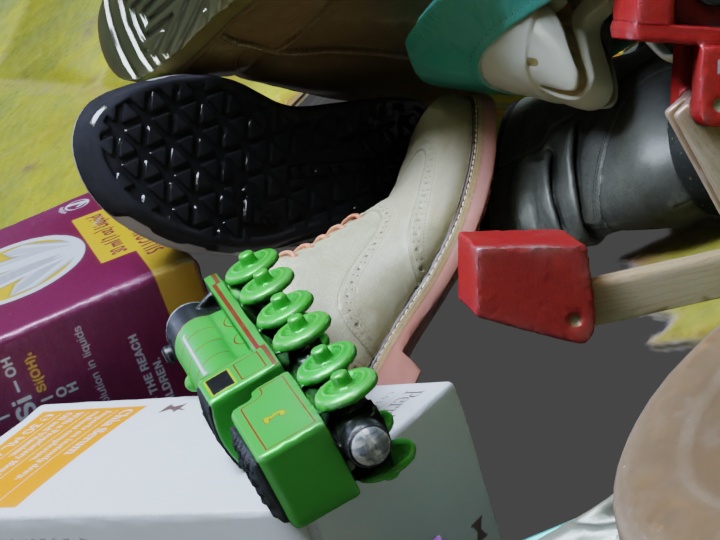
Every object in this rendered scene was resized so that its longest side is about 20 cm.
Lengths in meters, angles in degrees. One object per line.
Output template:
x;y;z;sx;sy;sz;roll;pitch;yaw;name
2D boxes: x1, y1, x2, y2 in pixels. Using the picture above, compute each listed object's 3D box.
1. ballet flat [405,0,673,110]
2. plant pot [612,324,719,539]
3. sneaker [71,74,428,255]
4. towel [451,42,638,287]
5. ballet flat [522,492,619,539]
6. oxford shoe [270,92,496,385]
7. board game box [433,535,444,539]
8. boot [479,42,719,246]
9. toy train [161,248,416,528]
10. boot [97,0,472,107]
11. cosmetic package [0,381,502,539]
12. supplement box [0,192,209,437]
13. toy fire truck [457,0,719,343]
0.097;-0.104;1.102;0.200;0.067;0.071;-30;56;31;ballet flat
0.150;0.092;0.704;0.200;0.175;0.201;-30;26;16;plant pot
-0.050;-0.035;1.180;0.083;0.199;0.072;-12;79;45;sneaker
0.052;-0.051;1.253;0.086;0.018;0.200;-3;42;51;towel
0.101;0.093;0.914;0.199;0.067;0.064;-33;53;10;ballet flat
0.000;0.000;1.122;0.071;0.073;0.201;115;179;-55;oxford shoe
-0.019;0.192;0.834;0.200;0.103;0.105;-36;25;1;board game box
0.113;-0.083;1.169;0.130;0.068;0.201;-18;36;36;boot
-0.030;0.038;0.991;0.056;0.042;0.200;-30;19;-5;toy train
0.012;-0.126;1.173;0.175;0.199;0.066;-30;68;39;boot
-0.061;0.096;1.030;0.199;0.072;0.101;-5;21;35;cosmetic package
-0.156;0.057;1.181;0.199;0.104;0.131;-24;23;-10;supplement box
0.138;-0.045;1.033;0.199;0.142;0.049;2;7;-6;toy fire truck
